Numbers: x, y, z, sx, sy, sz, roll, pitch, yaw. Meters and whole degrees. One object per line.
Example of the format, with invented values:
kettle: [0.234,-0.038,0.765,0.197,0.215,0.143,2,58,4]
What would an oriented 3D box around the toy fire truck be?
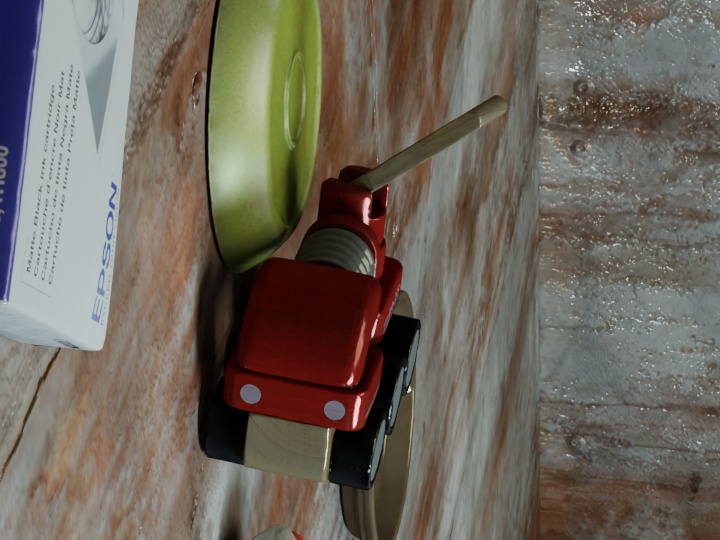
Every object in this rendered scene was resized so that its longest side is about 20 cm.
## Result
toy fire truck: [0.000,0.000,1.448,0.176,0.128,0.201,-64,164,-63]

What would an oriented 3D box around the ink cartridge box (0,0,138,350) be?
ink cartridge box: [-0.127,-0.079,0.991,0.200,0.040,0.201,42,53,-78]

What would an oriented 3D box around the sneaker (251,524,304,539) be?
sneaker: [-0.043,0.247,1.537,0.085,0.076,0.201,-65,158,-78]

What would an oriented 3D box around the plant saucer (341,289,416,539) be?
plant saucer: [0.014,0.114,1.954,0.200,0.029,0.202,4,90,-80]

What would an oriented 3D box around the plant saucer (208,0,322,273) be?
plant saucer: [-0.050,-0.098,1.481,0.200,0.031,0.202,4,90,-80]
